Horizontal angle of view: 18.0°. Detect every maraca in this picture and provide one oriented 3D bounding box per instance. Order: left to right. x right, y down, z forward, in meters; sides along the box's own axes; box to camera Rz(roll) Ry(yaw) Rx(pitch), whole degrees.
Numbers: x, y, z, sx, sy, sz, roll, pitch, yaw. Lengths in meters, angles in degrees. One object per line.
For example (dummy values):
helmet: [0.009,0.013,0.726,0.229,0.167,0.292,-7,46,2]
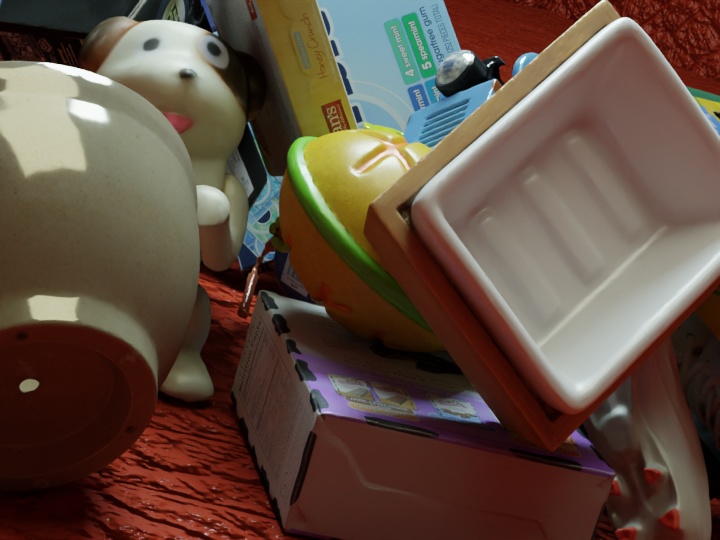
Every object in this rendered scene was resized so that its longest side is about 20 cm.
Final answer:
maraca: [0.035,-0.004,1.274,0.200,0.107,0.137,37,24,-21]

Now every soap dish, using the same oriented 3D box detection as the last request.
soap dish: [0.107,-0.024,1.200,0.158,0.200,0.081,53,-30,-7]

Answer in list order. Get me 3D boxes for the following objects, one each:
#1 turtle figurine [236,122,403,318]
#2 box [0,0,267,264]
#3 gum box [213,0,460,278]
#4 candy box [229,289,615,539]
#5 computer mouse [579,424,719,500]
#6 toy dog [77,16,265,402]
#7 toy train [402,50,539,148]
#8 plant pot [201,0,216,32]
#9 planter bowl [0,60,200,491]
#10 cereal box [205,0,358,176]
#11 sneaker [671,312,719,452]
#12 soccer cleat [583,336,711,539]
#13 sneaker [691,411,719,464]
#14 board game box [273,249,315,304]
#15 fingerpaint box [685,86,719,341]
turtle figurine: [0.000,0.000,1.428,0.064,0.162,0.200,22,19,-28]
box: [-0.172,-0.112,1.485,0.163,0.201,0.086,10,50,30]
gum box: [-0.017,-0.108,1.616,0.199,0.171,0.045,-19,-8,-1]
candy box: [0.028,0.090,1.258,0.166,0.072,0.200,13,14,-16]
computer mouse: [0.160,0.092,1.417,0.138,0.053,0.200,28,19,-30]
toy dog: [-0.123,-0.047,1.342,0.138,0.201,0.194,17,13,-2]
toy train: [0.105,-0.042,1.383,0.086,0.115,0.200,-17,-54,39]
plant pot: [-0.048,-0.129,1.761,0.179,0.201,0.200,30,7,28]
planter bowl: [-0.167,0.019,1.095,0.199,0.201,0.135,10,41,-27]
cereal box: [-0.050,-0.130,1.402,0.039,0.145,0.200,-20,7,-10]
sneaker: [0.209,0.081,1.358,0.115,0.074,0.200,17,28,-5]
soccer cleat: [0.156,0.074,1.298,0.069,0.202,0.077,-17,-18,23]
sneaker: [0.287,0.105,1.441,0.073,0.113,0.200,6,17,-43]
board game box: [0.069,0.039,1.544,0.199,0.062,0.200,7,17,-41]
fingerpaint box: [0.239,-0.025,1.359,0.167,0.073,0.199,53,23,23]
